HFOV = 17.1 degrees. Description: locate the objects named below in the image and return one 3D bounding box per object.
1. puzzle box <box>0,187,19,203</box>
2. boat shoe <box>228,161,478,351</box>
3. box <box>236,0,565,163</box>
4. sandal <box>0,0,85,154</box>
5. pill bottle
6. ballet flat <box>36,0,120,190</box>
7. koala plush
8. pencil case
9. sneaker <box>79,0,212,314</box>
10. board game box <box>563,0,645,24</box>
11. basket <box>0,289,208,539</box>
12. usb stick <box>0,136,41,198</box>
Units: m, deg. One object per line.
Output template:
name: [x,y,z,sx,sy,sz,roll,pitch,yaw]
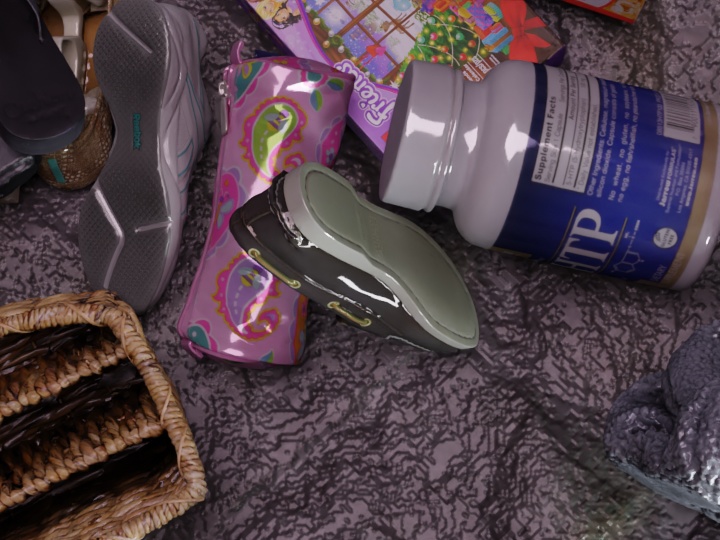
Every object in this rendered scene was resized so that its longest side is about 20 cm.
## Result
puzzle box: [-0.284,-0.141,1.573,0.133,0.025,0.200,-1,77,9]
boat shoe: [0.000,0.000,1.465,0.061,0.201,0.072,-26,50,25]
box: [0.017,-0.169,1.563,0.137,0.039,0.200,-41,78,-5]
sandal: [-0.232,-0.162,1.503,0.076,0.043,0.200,-29,67,-22]
pill bottle: [0.118,-0.065,1.474,0.200,0.120,0.120,12,78,-5]
ballet flat: [-0.186,-0.154,1.557,0.070,0.065,0.200,-4,76,9]
koala plush: [0.253,0.056,1.424,0.177,0.184,0.200,29,85,-25]
pencil case: [-0.060,-0.039,1.499,0.087,0.087,0.200,10,90,5]
sneaker: [-0.127,-0.071,1.525,0.070,0.080,0.200,11,98,26]
board game box: [0.106,-0.262,1.549,0.200,0.046,0.152,19,67,0]
basket: [-0.207,0.102,1.437,0.200,0.149,0.143,-25,103,-2]
usb stick: [-0.268,-0.132,1.536,0.055,0.033,0.200,-35,72,11]
